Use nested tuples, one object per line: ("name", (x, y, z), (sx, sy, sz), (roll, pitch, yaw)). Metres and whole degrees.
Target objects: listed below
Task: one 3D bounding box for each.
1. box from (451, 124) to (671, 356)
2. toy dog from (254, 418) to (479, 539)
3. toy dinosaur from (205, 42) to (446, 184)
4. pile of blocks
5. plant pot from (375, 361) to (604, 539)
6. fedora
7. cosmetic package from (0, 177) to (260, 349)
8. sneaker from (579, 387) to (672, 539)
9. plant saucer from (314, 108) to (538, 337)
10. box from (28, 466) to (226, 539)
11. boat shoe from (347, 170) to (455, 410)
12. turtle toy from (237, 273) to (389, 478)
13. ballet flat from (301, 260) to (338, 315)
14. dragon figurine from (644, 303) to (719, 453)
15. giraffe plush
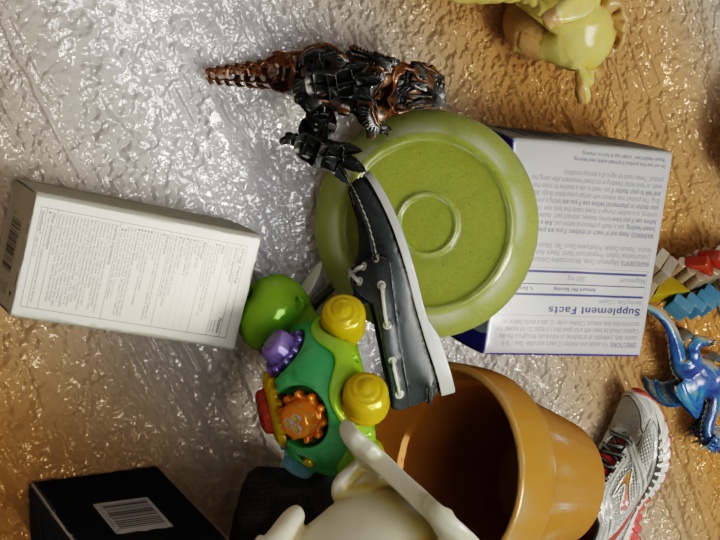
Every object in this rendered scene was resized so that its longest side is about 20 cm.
("box", (0.181, -0.028, 1.399), (0.182, 0.105, 0.203), (3, 101, -27))
("toy dog", (-0.017, 0.243, 1.139), (0.200, 0.139, 0.194), (-47, 155, -6))
("toy dinosaur", (-0.026, -0.150, 1.258), (0.198, 0.136, 0.103), (-13, 122, 5))
("pile of blocks", (0.366, 0.008, 1.512), (0.198, 0.062, 0.083), (-11, 71, -25))
("plant pot", (0.130, 0.195, 1.391), (0.182, 0.199, 0.203), (11, 98, -45))
("fedora", (-0.056, 0.218, 1.292), (0.198, 0.200, 0.093), (-2, 89, -27))
("cosmetic package", (-0.193, -0.004, 1.224), (0.198, 0.073, 0.105), (12, 97, -30))
("sneaker", (0.259, 0.218, 1.520), (0.081, 0.078, 0.202), (12, 97, -28))
("plant saucer", (0.058, -0.041, 1.289), (0.197, 0.031, 0.203), (0, 91, 2))
("box", (-0.192, 0.294, 1.226), (0.123, 0.200, 0.199), (-4, 105, -26))
("boat shoe", (0.021, 0.019, 1.240), (0.060, 0.076, 0.202), (-20, 90, -2))
("turtle toy", (-0.042, 0.088, 1.237), (0.100, 0.202, 0.146), (-12, 147, -9))
("ballet flat", (0.000, 0.000, 1.335), (0.200, 0.067, 0.062), (-47, 109, -10))
("dragon figurine", (0.339, 0.117, 1.547), (0.199, 0.059, 0.100), (36, 84, -31))
("giraffe plush", (0.176, -0.249, 1.327), (0.173, 0.199, 0.163), (-50, 148, -12))
